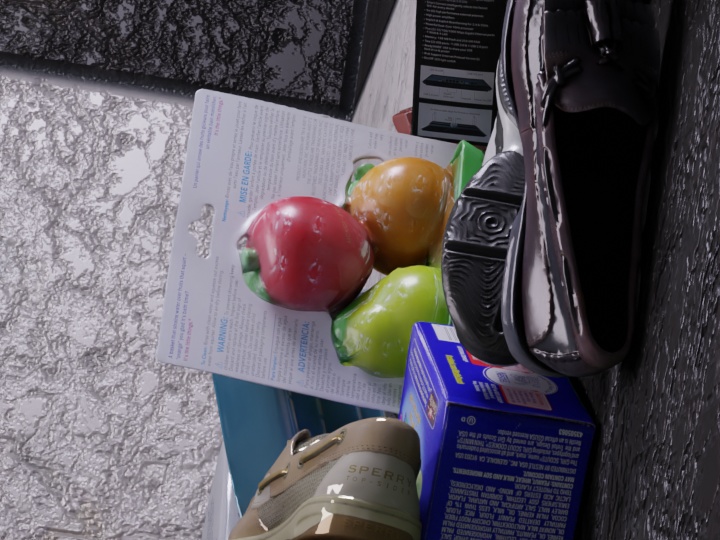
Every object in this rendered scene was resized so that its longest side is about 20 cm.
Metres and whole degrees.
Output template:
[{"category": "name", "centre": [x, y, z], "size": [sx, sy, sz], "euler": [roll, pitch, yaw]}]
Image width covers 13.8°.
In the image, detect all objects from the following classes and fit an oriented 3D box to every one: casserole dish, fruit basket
[{"category": "casserole dish", "centre": [-0.022, 0.092, 1.534], "size": [0.039, 0.121, 0.200], "euler": [-33, 46, 23]}, {"category": "fruit basket", "centre": [0.000, 0.000, 1.533], "size": [0.094, 0.199, 0.186], "euler": [105, 172, -51]}]

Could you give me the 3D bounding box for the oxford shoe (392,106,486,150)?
[{"category": "oxford shoe", "centre": [0.069, -0.069, 1.828], "size": [0.200, 0.070, 0.075], "euler": [-125, 18, -82]}]

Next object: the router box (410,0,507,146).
[{"category": "router box", "centre": [0.070, -0.183, 1.681], "size": [0.200, 0.052, 0.158], "euler": [-72, -14, -60]}]

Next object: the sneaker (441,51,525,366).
[{"category": "sneaker", "centre": [0.084, -0.011, 1.401], "size": [0.116, 0.075, 0.201], "euler": [90, -168, -49]}]

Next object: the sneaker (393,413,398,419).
[{"category": "sneaker", "centre": [0.046, 0.102, 1.594], "size": [0.200, 0.070, 0.076], "euler": [-86, 1, -63]}]

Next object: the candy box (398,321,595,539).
[{"category": "candy box", "centre": [0.049, 0.142, 1.401], "size": [0.169, 0.077, 0.201], "euler": [-107, 27, -78]}]

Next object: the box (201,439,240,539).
[{"category": "box", "centre": [-0.049, 0.237, 1.787], "size": [0.200, 0.105, 0.184], "euler": [104, 171, -47]}]

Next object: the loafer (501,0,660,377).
[{"category": "loafer", "centre": [0.101, -0.053, 1.259], "size": [0.063, 0.072, 0.201], "euler": [-176, 89, -67]}]

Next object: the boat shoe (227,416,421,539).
[{"category": "boat shoe", "centre": [-0.014, 0.109, 1.365], "size": [0.200, 0.072, 0.065], "euler": [141, 143, -71]}]

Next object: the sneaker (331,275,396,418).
[{"category": "sneaker", "centre": [-0.012, 0.084, 1.696], "size": [0.200, 0.115, 0.075], "euler": [-58, 5, -13]}]
